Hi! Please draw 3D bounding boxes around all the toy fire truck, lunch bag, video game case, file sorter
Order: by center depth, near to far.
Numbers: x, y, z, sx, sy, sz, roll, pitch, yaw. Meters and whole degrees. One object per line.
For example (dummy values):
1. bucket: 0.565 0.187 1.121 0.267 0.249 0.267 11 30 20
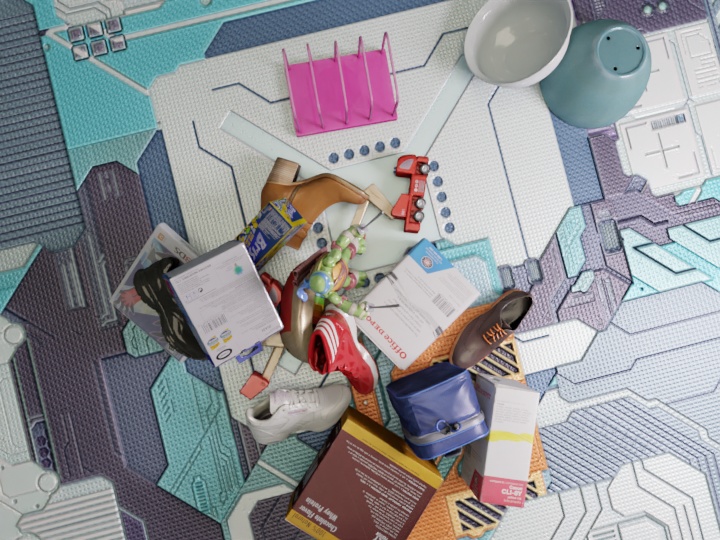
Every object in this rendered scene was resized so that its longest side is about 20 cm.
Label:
1. lunch bag: 0.136 0.250 1.019 0.136 0.200 0.133 -21 90 -6
2. video game case: -0.346 0.044 1.069 0.182 0.023 0.200 40 112 1
3. file sorter: -0.036 -0.345 1.074 0.199 0.125 0.139 -10 89 -1
4. toy fire truck: -0.188 0.120 1.085 0.141 0.049 0.200 39 86 -1
5. toy fire truck: 0.052 -0.125 1.106 0.141 0.049 0.201 7 87 1

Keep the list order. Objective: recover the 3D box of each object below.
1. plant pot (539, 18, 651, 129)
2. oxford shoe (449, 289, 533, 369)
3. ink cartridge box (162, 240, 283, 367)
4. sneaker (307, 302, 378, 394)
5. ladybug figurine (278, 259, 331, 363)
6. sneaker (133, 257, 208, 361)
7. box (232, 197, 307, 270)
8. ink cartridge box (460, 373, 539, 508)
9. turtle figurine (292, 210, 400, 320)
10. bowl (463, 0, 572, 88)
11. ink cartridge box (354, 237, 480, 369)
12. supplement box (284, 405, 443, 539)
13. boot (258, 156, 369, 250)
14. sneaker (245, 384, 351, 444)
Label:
1. plant pot: 0.452 -0.379 1.079 0.200 0.135 0.201 0 88 -1
2. oxford shoe: 0.243 0.110 1.088 0.071 0.073 0.200 43 88 0
3. ink cartridge box: -0.224 0.067 0.985 0.136 0.076 0.200 -29 106 -20
4. sneaker: -0.041 0.168 1.033 0.078 0.116 0.200 -5 121 37
5. ladybug figurine: -0.100 0.068 1.060 0.072 0.136 0.201 -1 68 20
6. sneaker: -0.310 0.067 1.019 0.091 0.076 0.200 -31 98 14
7. box: -0.192 -0.040 1.054 0.200 0.070 0.064 -42 89 22
8. ink cartridge box: 0.248 0.297 1.046 0.083 0.145 0.201 8 88 -1
9. turtle figurine: 0.000 0.000 0.983 0.200 0.194 0.144 -32 96 13
10. bowl: 0.301 -0.418 1.081 0.201 0.090 0.202 -10 72 32
11. ink cartridge box: 0.096 0.061 1.081 0.200 0.086 0.146 -45 89 0
12. supplement box: 0.005 0.388 1.045 0.197 0.133 0.200 32 87 0
13. boot: -0.093 -0.111 1.092 0.200 0.074 0.155 19 94 12
14. sneaker: -0.113 0.252 1.060 0.200 0.075 0.100 -22 133 -3
